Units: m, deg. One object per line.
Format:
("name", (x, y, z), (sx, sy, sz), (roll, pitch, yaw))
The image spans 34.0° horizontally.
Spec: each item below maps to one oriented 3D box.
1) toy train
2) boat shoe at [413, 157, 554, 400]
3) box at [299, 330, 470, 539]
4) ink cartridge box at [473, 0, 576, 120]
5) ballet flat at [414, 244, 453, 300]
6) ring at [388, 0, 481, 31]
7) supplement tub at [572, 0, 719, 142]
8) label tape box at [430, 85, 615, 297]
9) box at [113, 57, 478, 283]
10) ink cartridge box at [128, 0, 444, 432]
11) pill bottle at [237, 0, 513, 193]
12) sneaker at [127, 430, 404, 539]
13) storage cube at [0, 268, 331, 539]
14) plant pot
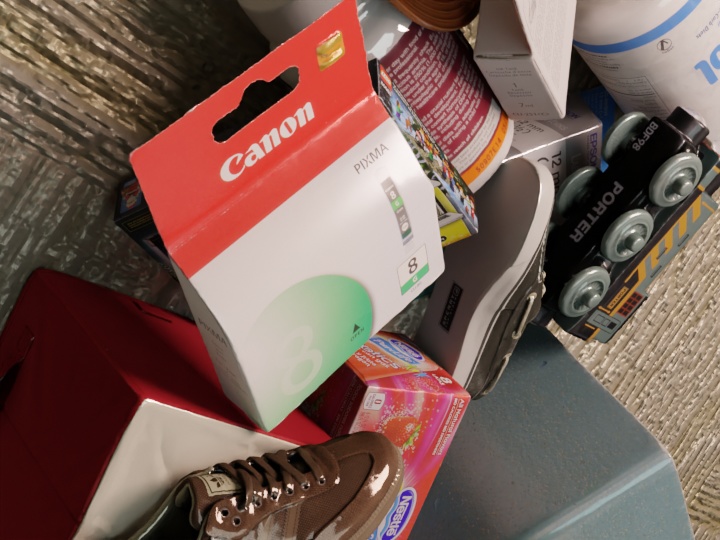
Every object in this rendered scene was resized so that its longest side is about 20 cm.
("toy train", (0.203, -0.032, 0.905), (0.114, 0.085, 0.200), (23, 109, -48))
("boat shoe", (0.097, 0.010, 0.849), (0.063, 0.071, 0.201), (3, 123, -35))
("box", (-0.017, 0.147, 0.845), (0.099, 0.095, 0.201), (10, 110, -39))
("ink cartridge box", (0.105, -0.224, 0.753), (0.176, 0.044, 0.202), (42, 53, -62))
("ballet flat", (0.000, 0.000, 0.872), (0.199, 0.067, 0.068), (-27, 130, -11))
("ring", (0.036, -0.248, 0.727), (0.200, 0.019, 0.202), (22, 63, -52))
("supplement tub", (0.243, -0.183, 0.915), (0.132, 0.132, 0.200), (-53, 132, -1))
("label tape box", (0.151, -0.055, 0.960), (0.199, 0.066, 0.144), (-21, 124, -24))
("box", (-0.041, -0.042, 0.773), (0.199, 0.038, 0.137), (-22, 134, 21))
("ink cartridge box", (-0.028, -0.026, 0.657), (0.161, 0.050, 0.201), (-41, 145, -23))
("pill bottle", (0.012, -0.139, 0.781), (0.114, 0.114, 0.200), (-47, 132, -5))
("sneaker", (-0.062, 0.140, 0.665), (0.199, 0.070, 0.076), (-32, 127, -19))
("storage cube", (-0.145, 0.130, 0.766), (0.199, 0.180, 0.172), (25, 98, -40))
("plant pot", (0.133, 0.203, 0.961), (0.199, 0.196, 0.197), (-31, 129, -7))
